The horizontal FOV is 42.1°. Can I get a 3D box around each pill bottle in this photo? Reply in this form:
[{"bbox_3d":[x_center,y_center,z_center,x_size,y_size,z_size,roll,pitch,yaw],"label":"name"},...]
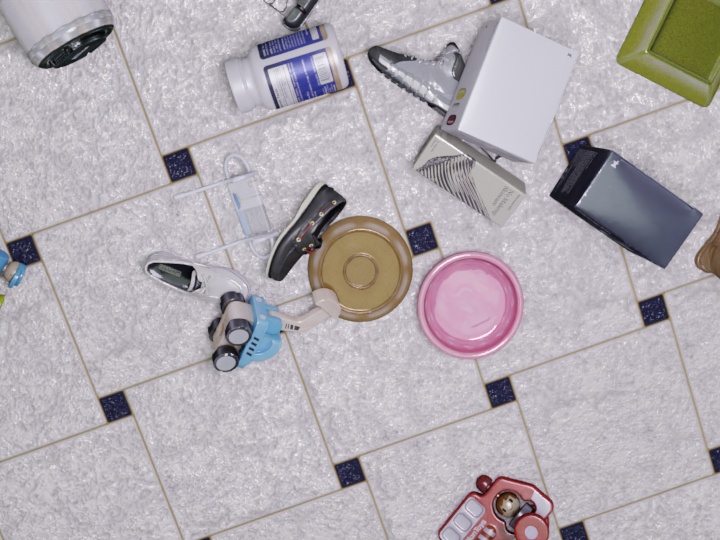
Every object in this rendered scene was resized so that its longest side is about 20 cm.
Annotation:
[{"bbox_3d":[-0.128,-0.348,1.628,0.198,0.116,0.117,-16,100,1],"label":"pill bottle"}]

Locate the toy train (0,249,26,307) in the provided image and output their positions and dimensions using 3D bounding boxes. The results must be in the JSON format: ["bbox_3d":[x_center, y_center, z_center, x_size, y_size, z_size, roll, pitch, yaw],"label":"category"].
[{"bbox_3d":[-0.701,0.046,1.696,0.115,0.085,0.201,30,97,-20],"label":"toy train"}]

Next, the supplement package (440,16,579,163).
[{"bbox_3d":[0.254,-0.307,1.610,0.154,0.111,0.202,21,94,-14],"label":"supplement package"}]

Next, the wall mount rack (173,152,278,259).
[{"bbox_3d":[-0.239,-0.102,1.691,0.173,0.074,0.202,-11,101,38],"label":"wall mount rack"}]

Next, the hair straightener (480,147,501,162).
[{"bbox_3d":[0.242,-0.296,1.695,0.076,0.041,0.202,3,104,-2],"label":"hair straightener"}]

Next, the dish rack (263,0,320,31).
[{"bbox_3d":[-0.148,-0.537,1.629,0.199,0.055,0.154,36,95,-5],"label":"dish rack"}]

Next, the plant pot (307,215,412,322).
[{"bbox_3d":[0.000,0.000,1.736,0.198,0.027,0.203,0,99,-1],"label":"plant pot"}]

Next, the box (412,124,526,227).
[{"bbox_3d":[0.197,-0.171,1.686,0.199,0.069,0.083,32,114,-6],"label":"box"}]

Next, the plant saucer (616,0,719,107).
[{"bbox_3d":[0.593,-0.424,1.677,0.198,0.048,0.202,24,98,-6],"label":"plant saucer"}]

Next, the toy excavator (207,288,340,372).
[{"bbox_3d":[-0.158,0.100,1.710,0.198,0.100,0.195,13,123,-27],"label":"toy excavator"}]

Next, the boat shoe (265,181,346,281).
[{"bbox_3d":[-0.101,-0.062,1.694,0.063,0.074,0.202,36,93,14],"label":"boat shoe"}]

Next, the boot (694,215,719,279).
[{"bbox_3d":[0.693,-0.047,1.666,0.066,0.200,0.176,29,97,-7],"label":"boot"}]

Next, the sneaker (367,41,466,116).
[{"bbox_3d":[0.116,-0.369,1.662,0.199,0.075,0.116,32,92,-17],"label":"sneaker"}]

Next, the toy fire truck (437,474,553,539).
[{"bbox_3d":[0.266,0.486,1.794,0.168,0.112,0.201,39,96,11],"label":"toy fire truck"}]

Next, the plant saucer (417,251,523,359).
[{"bbox_3d":[0.203,0.062,1.742,0.198,0.051,0.203,0,100,-1],"label":"plant saucer"}]

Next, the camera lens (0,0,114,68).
[{"bbox_3d":[-0.524,-0.455,1.572,0.159,0.160,0.201,-30,100,3],"label":"camera lens"}]

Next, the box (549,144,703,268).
[{"bbox_3d":[0.460,-0.117,1.646,0.196,0.200,0.118,33,97,-6],"label":"box"}]

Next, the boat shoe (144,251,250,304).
[{"bbox_3d":[-0.298,0.017,1.706,0.198,0.066,0.073,22,100,-7],"label":"boat shoe"}]
